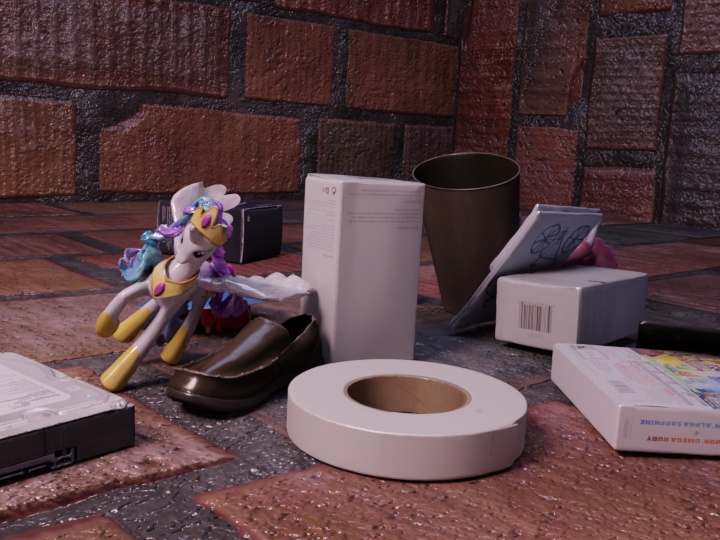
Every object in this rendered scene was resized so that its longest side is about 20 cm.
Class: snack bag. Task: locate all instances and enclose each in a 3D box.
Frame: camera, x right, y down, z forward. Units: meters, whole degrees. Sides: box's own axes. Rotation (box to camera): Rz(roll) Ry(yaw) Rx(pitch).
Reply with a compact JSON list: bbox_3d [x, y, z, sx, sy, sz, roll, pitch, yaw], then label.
[{"bbox_3d":[0.218,-0.004,1.061,0.188,0.200,0.021,-5,45,-50],"label":"snack bag"}]

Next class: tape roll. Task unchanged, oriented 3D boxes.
[{"bbox_3d":[0.039,0.118,0.674,0.202,0.037,0.203,4,9,-1],"label":"tape roll"}]

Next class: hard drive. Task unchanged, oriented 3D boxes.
[{"bbox_3d":[-0.290,0.108,0.629,0.200,0.038,0.139,12,13,39],"label":"hard drive"}]

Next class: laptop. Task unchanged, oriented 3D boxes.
[{"bbox_3d":[0.404,0.036,0.862,0.199,0.116,0.187,6,-14,19],"label":"laptop"}]

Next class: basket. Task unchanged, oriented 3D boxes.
[{"bbox_3d":[0.159,-0.048,1.144,0.136,0.201,0.180,-19,24,-18],"label":"basket"}]

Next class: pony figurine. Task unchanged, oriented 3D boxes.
[{"bbox_3d":[-0.159,0.009,0.789,0.166,0.200,0.193,42,18,9],"label":"pony figurine"}]

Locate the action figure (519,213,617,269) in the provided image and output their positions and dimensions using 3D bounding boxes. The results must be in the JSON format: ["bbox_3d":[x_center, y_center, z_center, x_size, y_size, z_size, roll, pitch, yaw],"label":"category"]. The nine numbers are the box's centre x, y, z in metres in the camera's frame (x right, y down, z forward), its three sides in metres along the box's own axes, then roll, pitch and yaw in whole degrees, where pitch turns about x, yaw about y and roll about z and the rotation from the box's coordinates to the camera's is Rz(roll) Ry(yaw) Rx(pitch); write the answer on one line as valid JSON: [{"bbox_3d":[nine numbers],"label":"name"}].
[{"bbox_3d":[0.291,-0.018,1.205,0.134,0.150,0.200,8,6,41],"label":"action figure"}]

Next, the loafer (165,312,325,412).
[{"bbox_3d":[-0.105,0.079,0.758,0.073,0.072,0.200,8,10,28],"label":"loafer"}]

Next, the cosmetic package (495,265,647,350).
[{"bbox_3d":[0.268,0.044,1.016,0.113,0.081,0.200,8,11,39],"label":"cosmetic package"}]

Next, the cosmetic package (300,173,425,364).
[{"bbox_3d":[0.000,0.000,0.879,0.113,0.201,0.081,0,11,-33],"label":"cosmetic package"}]

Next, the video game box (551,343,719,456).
[{"bbox_3d":[0.290,0.115,0.744,0.181,0.047,0.200,1,9,-1],"label":"video game box"}]

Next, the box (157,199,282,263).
[{"bbox_3d":[-0.274,-0.083,1.588,0.199,0.105,0.148,8,10,25],"label":"box"}]

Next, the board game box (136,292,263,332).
[{"bbox_3d":[-0.188,0.052,1.011,0.157,0.039,0.200,-3,5,-5],"label":"board game box"}]
